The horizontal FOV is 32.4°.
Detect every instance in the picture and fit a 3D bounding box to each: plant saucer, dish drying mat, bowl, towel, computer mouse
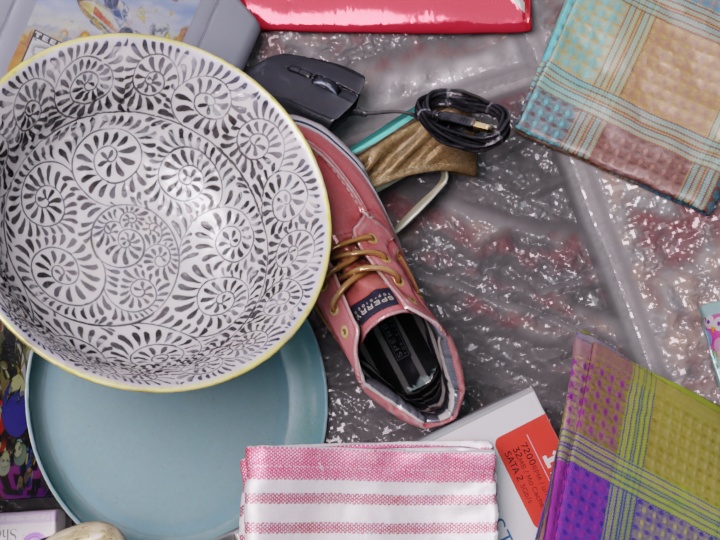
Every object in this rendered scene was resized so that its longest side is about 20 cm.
[{"bbox_3d":[-0.110,0.077,0.751,0.200,0.027,0.201,8,76,-34],"label":"plant saucer"},{"bbox_3d":[0.016,-0.197,0.834,0.199,0.018,0.077,2,83,2],"label":"dish drying mat"},{"bbox_3d":[-0.126,-0.020,0.683,0.200,0.094,0.201,8,68,-22],"label":"bowl"},{"bbox_3d":[0.011,0.190,0.656,0.146,0.030,0.201,1,74,-14],"label":"towel"},{"bbox_3d":[0.002,-0.107,0.771,0.199,0.034,0.059,11,49,30],"label":"computer mouse"},{"bbox_3d":[0.165,0.145,0.723,0.143,0.023,0.200,28,58,-19],"label":"towel"},{"bbox_3d":[0.204,-0.155,0.820,0.146,0.022,0.200,24,84,6],"label":"towel"}]

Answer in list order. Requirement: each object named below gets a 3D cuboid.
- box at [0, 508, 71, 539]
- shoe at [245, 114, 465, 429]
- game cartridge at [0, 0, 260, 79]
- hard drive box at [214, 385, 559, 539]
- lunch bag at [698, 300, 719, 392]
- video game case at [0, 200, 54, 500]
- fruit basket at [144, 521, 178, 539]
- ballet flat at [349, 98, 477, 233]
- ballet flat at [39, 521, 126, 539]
[{"bbox_3d":[-0.284,0.176,0.782,0.199,0.039,0.042,-3,79,2],"label":"box"},{"bbox_3d":[0.000,0.000,0.732,0.071,0.091,0.200,-30,109,-3],"label":"shoe"},{"bbox_3d":[-0.161,-0.150,0.763,0.200,0.042,0.133,23,93,-35],"label":"game cartridge"},{"bbox_3d":[0.040,0.181,0.723,0.200,0.077,0.156,-24,82,-21],"label":"hard drive box"},{"bbox_3d":[0.317,0.071,0.736,0.199,0.122,0.171,-16,83,7],"label":"lunch bag"},{"bbox_3d":[-0.203,0.041,0.717,0.036,0.200,0.182,0,81,16],"label":"video game case"},{"bbox_3d":[-0.107,0.283,0.735,0.200,0.094,0.185,40,84,2],"label":"fruit basket"},{"bbox_3d":[-0.012,-0.045,0.798,0.200,0.068,0.073,-25,97,-6],"label":"ballet flat"},{"bbox_3d":[-0.199,0.184,0.717,0.066,0.200,0.057,27,44,-31],"label":"ballet flat"}]
